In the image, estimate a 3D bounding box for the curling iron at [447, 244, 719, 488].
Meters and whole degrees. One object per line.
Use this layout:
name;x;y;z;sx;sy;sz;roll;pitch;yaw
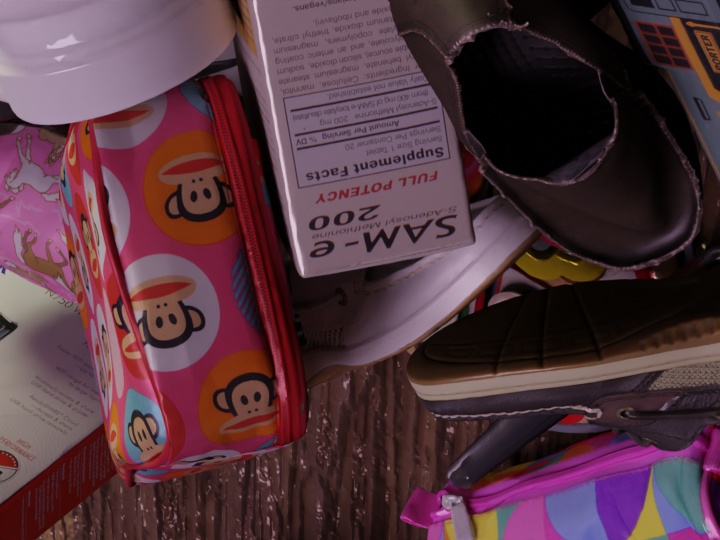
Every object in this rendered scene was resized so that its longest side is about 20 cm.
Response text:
curling iron;0.105;0.046;0.990;0.050;0.026;0.200;45;126;-11

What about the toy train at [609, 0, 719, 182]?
toy train;0.160;-0.067;0.818;0.114;0.085;0.200;17;153;41

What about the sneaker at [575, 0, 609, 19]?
sneaker;0.091;-0.167;0.849;0.070;0.078;0.200;34;116;9

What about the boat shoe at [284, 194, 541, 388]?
boat shoe;0.000;0.000;1.007;0.069;0.071;0.200;56;141;-5

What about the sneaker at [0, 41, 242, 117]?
sneaker;-0.111;-0.086;1.094;0.200;0.074;0.089;-15;106;49

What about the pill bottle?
pill bottle;-0.122;-0.163;0.862;0.116;0.116;0.200;4;125;42

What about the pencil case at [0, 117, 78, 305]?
pencil case;-0.141;-0.023;1.168;0.200;0.087;0.083;23;164;30

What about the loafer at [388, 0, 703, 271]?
loafer;0.065;-0.050;0.823;0.073;0.071;0.200;-28;138;19

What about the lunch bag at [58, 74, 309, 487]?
lunch bag;-0.082;-0.004;0.975;0.200;0.082;0.176;146;110;-78

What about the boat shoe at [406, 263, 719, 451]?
boat shoe;0.119;0.040;0.913;0.200;0.073;0.065;-9;115;15

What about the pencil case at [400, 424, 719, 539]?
pencil case;0.109;0.112;1.028;0.200;0.088;0.088;-22;103;47

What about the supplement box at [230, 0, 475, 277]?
supplement box;-0.014;-0.112;0.915;0.126;0.073;0.200;-118;18;-70

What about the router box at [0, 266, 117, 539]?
router box;-0.224;0.062;1.233;0.200;0.179;0.049;29;136;24

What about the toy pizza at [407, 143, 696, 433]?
toy pizza;0.058;-0.010;1.025;0.200;0.032;0.200;25;134;28
